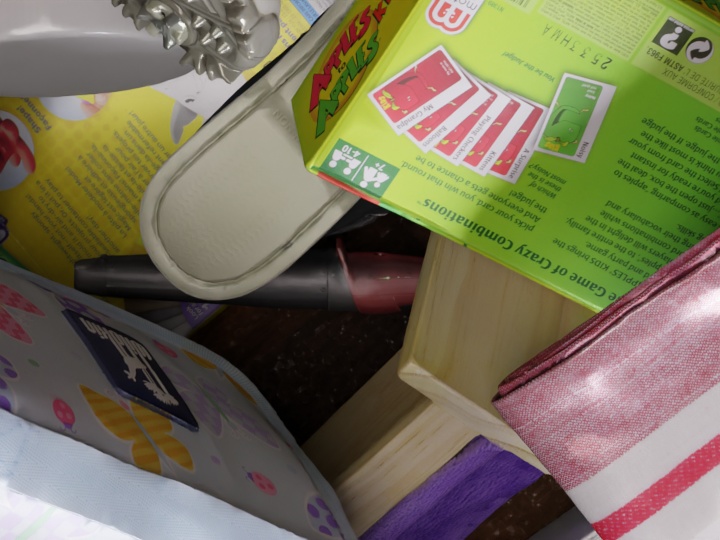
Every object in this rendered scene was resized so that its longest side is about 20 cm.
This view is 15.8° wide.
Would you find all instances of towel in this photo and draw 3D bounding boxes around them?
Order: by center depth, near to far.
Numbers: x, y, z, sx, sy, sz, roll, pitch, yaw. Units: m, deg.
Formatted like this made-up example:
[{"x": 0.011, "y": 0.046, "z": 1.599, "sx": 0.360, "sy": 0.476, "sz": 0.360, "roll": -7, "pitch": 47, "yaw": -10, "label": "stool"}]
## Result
[{"x": 0.152, "y": 0.075, "z": 0.759, "sx": 0.144, "sy": 0.023, "sz": 0.200, "roll": -36, "pitch": 96, "yaw": 19, "label": "towel"}]

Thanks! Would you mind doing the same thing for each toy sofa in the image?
[{"x": 0.009, "y": 0.078, "z": 0.873, "sx": 0.097, "sy": 0.083, "sz": 0.200, "roll": 33, "pitch": 131, "yaw": -14, "label": "toy sofa"}]

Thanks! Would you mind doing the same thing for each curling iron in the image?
[{"x": 0.000, "y": 0.000, "z": 0.888, "sx": 0.198, "sy": 0.050, "sz": 0.026, "roll": 2, "pitch": 77, "yaw": 7, "label": "curling iron"}]

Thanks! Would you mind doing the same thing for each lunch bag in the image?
[{"x": -0.112, "y": 0.064, "z": 0.786, "sx": 0.199, "sy": 0.169, "sz": 0.128, "roll": -2, "pitch": 68, "yaw": 50, "label": "lunch bag"}]

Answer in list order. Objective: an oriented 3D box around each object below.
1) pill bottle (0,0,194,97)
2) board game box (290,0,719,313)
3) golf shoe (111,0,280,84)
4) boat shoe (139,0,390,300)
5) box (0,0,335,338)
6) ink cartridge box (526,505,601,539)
[{"x": -0.103, "y": -0.164, "z": 0.850, "sx": 0.112, "sy": 0.113, "sz": 0.202, "roll": -5, "pitch": 82, "yaw": 10, "label": "pill bottle"}, {"x": 0.090, "y": -0.039, "z": 0.802, "sx": 0.199, "sy": 0.048, "sz": 0.102, "roll": 26, "pitch": 114, "yaw": -21, "label": "board game box"}, {"x": -0.062, "y": -0.157, "z": 0.766, "sx": 0.097, "sy": 0.078, "sz": 0.201, "roll": -31, "pitch": 94, "yaw": -26, "label": "golf shoe"}, {"x": 0.017, "y": -0.062, "z": 0.852, "sx": 0.199, "sy": 0.066, "sz": 0.075, "roll": -40, "pitch": 93, "yaw": 11, "label": "boat shoe"}, {"x": -0.060, "y": -0.052, "z": 0.923, "sx": 0.200, "sy": 0.048, "sz": 0.117, "roll": -40, "pitch": 93, "yaw": 12, "label": "box"}, {"x": 0.116, "y": 0.179, "z": 0.918, "sx": 0.145, "sy": 0.083, "sz": 0.200, "roll": -37, "pitch": 93, "yaw": 14, "label": "ink cartridge box"}]
